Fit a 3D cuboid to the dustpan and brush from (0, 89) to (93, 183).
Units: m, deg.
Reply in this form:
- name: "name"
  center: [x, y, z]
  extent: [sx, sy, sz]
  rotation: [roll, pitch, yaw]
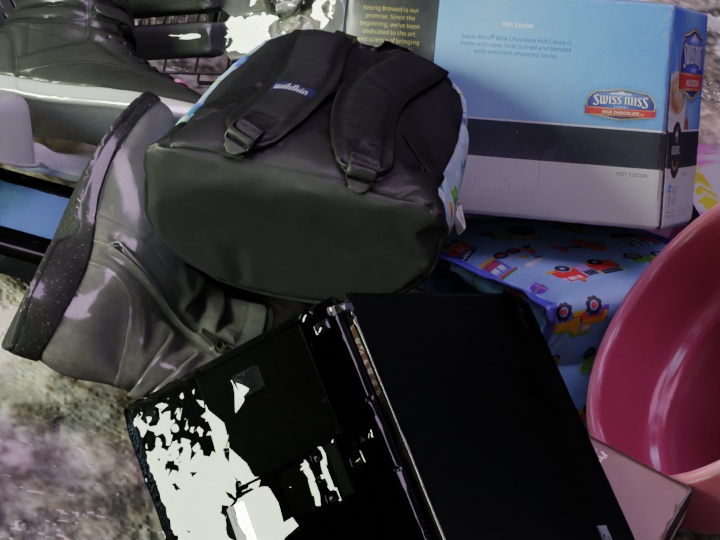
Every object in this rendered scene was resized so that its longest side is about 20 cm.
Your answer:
- name: "dustpan and brush"
  center: [-0.214, -0.076, 1.479]
  extent: [0.200, 0.057, 0.140]
  rotation: [-2, 11, -31]

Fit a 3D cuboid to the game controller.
- name: "game controller"
  center: [-0.161, -0.019, 1.470]
  extent: [0.200, 0.042, 0.104]
  rotation: [16, 32, -5]

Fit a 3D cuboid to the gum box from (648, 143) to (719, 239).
- name: "gum box"
  center: [0.260, 0.002, 1.628]
  extent: [0.113, 0.066, 0.200]
  rotation: [5, 35, -22]

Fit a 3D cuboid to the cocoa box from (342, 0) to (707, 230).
- name: "cocoa box"
  center: [0.097, -0.099, 1.517]
  extent: [0.200, 0.131, 0.133]
  rotation: [5, 4, 16]

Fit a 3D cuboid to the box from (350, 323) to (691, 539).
- name: "box"
  center: [0.058, 0.118, 1.317]
  extent: [0.200, 0.075, 0.100]
  rotation: [27, 58, 15]

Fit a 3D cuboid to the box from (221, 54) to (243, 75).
- name: "box"
  center: [-0.028, -0.105, 1.626]
  extent: [0.121, 0.032, 0.200]
  rotation: [41, 37, -7]

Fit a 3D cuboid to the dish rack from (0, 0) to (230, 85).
- name: "dish rack"
  center: [-0.159, -0.183, 1.706]
  extent: [0.200, 0.055, 0.153]
  rotation: [-1, 36, -28]

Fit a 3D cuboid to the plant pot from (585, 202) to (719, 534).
- name: "plant pot"
  center: [0.252, 0.078, 1.390]
  extent: [0.179, 0.200, 0.200]
  rotation: [38, 23, -27]

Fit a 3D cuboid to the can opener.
- name: "can opener"
  center: [-0.096, -0.157, 1.600]
  extent: [0.200, 0.053, 0.067]
  rotation: [-2, 0, 20]

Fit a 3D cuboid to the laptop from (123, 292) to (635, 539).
- name: "laptop"
  center: [0.011, 0.112, 1.270]
  extent: [0.103, 0.200, 0.177]
  rotation: [44, 20, -59]

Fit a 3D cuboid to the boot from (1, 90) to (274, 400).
- name: "boot"
  center: [-0.106, 0.001, 1.400]
  extent: [0.132, 0.070, 0.200]
  rotation: [25, 52, -7]

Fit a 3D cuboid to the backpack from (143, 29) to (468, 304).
- name: "backpack"
  center: [-0.017, -0.058, 1.376]
  extent: [0.163, 0.154, 0.200]
  rotation: [12, 40, 5]

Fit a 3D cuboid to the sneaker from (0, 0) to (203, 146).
- name: "sneaker"
  center: [-0.139, -0.123, 1.529]
  extent: [0.200, 0.071, 0.099]
  rotation: [12, 62, 19]

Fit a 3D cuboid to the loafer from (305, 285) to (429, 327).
- name: "loafer"
  center: [0.000, 0.000, 1.484]
  extent: [0.201, 0.070, 0.068]
  rotation: [42, 13, 30]

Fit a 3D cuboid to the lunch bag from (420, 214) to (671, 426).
- name: "lunch bag"
  center: [0.109, 0.005, 1.541]
  extent: [0.150, 0.094, 0.200]
  rotation: [-8, 32, -32]
